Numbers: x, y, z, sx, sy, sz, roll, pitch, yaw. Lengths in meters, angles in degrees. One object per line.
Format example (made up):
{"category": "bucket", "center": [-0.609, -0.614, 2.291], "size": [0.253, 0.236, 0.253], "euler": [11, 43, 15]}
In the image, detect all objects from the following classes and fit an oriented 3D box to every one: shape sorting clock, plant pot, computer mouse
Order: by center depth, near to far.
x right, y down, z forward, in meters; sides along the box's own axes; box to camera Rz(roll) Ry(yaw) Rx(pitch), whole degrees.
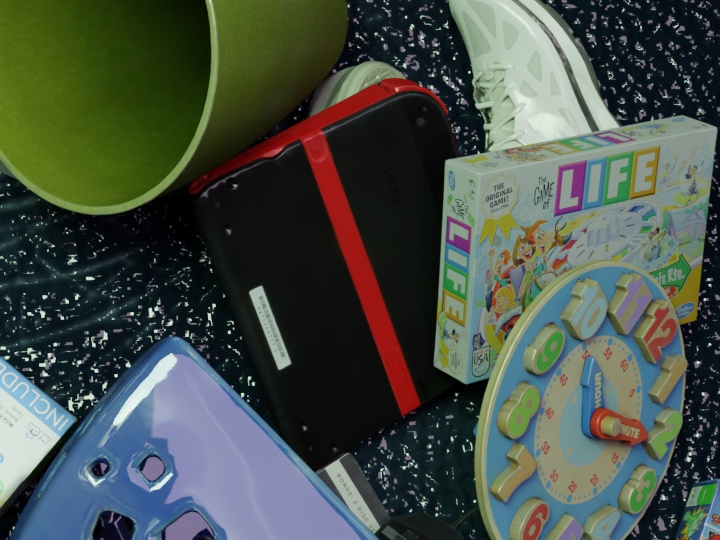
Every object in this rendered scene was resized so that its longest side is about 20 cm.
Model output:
{"category": "plant pot", "center": [-0.099, 0.170, 0.875], "size": [0.180, 0.200, 0.200], "euler": [-44, 93, -15]}
{"category": "plant pot", "center": [-0.098, -0.140, 1.005], "size": [0.200, 0.187, 0.188], "euler": [-18, 82, -56]}
{"category": "shape sorting clock", "center": [0.142, 0.093, 1.061], "size": [0.199, 0.039, 0.202], "euler": [-12, 106, -46]}
{"category": "computer mouse", "center": [0.063, 0.158, 1.063], "size": [0.058, 0.034, 0.200], "euler": [35, 51, 24]}

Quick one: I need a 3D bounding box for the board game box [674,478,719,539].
{"category": "board game box", "center": [0.288, 0.241, 1.130], "size": [0.199, 0.034, 0.136], "euler": [28, 70, -11]}

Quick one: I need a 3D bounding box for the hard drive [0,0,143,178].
{"category": "hard drive", "center": [-0.207, -0.162, 1.057], "size": [0.131, 0.026, 0.201], "euler": [23, 71, -13]}

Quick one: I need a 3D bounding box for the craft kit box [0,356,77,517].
{"category": "craft kit box", "center": [-0.294, 0.098, 0.943], "size": [0.200, 0.049, 0.198], "euler": [40, 65, 1]}

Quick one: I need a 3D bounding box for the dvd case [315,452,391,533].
{"category": "dvd case", "center": [-0.047, 0.223, 1.026], "size": [0.199, 0.016, 0.149], "euler": [-31, 88, -23]}

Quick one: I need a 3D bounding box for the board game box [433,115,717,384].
{"category": "board game box", "center": [0.137, -0.016, 1.080], "size": [0.199, 0.034, 0.135], "euler": [-13, 115, -33]}

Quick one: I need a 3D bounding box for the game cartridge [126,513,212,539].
{"category": "game cartridge", "center": [-0.094, 0.227, 0.982], "size": [0.132, 0.041, 0.201], "euler": [23, 71, -8]}

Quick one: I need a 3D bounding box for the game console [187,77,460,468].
{"category": "game console", "center": [0.000, 0.000, 1.053], "size": [0.176, 0.031, 0.201], "euler": [-28, 111, -19]}

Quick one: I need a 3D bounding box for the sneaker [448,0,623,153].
{"category": "sneaker", "center": [0.100, -0.093, 1.122], "size": [0.115, 0.076, 0.201], "euler": [-37, 94, -25]}

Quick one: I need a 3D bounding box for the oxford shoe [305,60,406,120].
{"category": "oxford shoe", "center": [-0.023, -0.035, 1.079], "size": [0.075, 0.058, 0.201], "euler": [21, 84, -37]}
